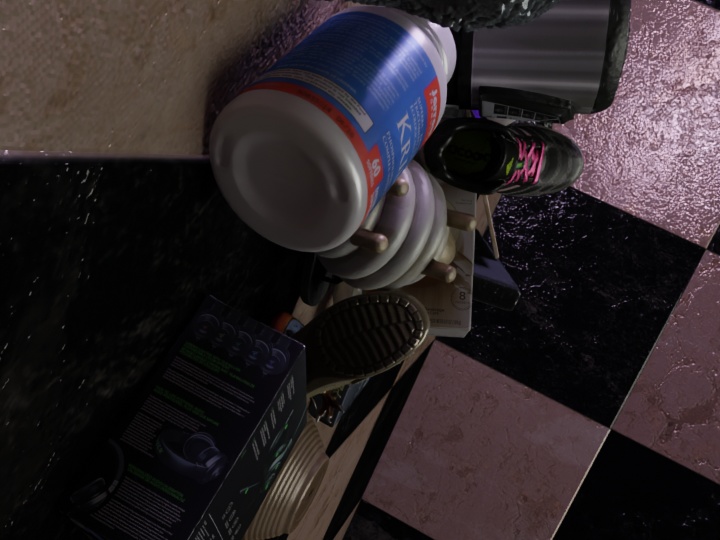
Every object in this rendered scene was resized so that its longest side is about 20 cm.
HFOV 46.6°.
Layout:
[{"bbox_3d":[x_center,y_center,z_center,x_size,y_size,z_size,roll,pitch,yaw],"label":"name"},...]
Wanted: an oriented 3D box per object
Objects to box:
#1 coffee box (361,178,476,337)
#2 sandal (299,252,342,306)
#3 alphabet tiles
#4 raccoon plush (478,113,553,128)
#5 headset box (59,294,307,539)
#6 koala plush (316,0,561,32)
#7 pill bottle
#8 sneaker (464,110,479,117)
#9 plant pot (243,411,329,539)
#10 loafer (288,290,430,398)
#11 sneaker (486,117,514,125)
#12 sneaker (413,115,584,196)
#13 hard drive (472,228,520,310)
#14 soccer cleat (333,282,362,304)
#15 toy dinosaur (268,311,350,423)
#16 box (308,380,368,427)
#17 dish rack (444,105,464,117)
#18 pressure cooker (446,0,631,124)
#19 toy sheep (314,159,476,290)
[{"bbox_3d":[0.061,-0.037,0.873,0.080,0.113,0.202,75,18,-79],"label":"coffee box"},{"bbox_3d":[-0.020,-0.036,0.850,0.075,0.048,0.202,-51,162,-51],"label":"sandal"},{"bbox_3d":[0.150,-0.119,1.043,0.201,0.006,0.167,-87,164,-55],"label":"alphabet tiles"},{"bbox_3d":[0.181,-0.222,1.137,0.096,0.135,0.200,-18,178,-9],"label":"raccoon plush"},{"bbox_3d":[-0.121,0.143,0.664,0.201,0.092,0.175,-59,168,-26],"label":"headset box"},{"bbox_3d":[0.068,-0.246,0.524,0.200,0.182,0.178,-68,179,-62],"label":"koala plush"},{"bbox_3d":[-0.006,-0.112,0.575,0.200,0.112,0.113,-54,165,-42],"label":"pill bottle"},{"bbox_3d":[0.156,-0.209,1.248,0.100,0.069,0.200,-61,162,-4],"label":"sneaker"},{"bbox_3d":[-0.100,0.250,1.014,0.202,0.092,0.201,-61,169,-21],"label":"plant pot"},{"bbox_3d":[-0.023,0.073,0.788,0.199,0.076,0.068,-24,176,19],"label":"loafer"},{"bbox_3d":[0.133,-0.264,0.980,0.073,0.116,0.201,-34,-145,17],"label":"sneaker"},{"bbox_3d":[0.133,-0.104,0.790,0.087,0.198,0.074,-130,-130,-65],"label":"sneaker"},{"bbox_3d":[0.109,-0.024,1.047,0.200,0.138,0.033,-107,-142,-66],"label":"hard drive"},{"bbox_3d":[0.000,0.000,1.016,0.069,0.077,0.202,0,107,-30],"label":"soccer cleat"},{"bbox_3d":[-0.068,0.095,0.925,0.105,0.200,0.182,-47,131,-12],"label":"toy dinosaur"},{"bbox_3d":[-0.002,0.119,1.280,0.158,0.051,0.201,-41,155,-61],"label":"box"},{"bbox_3d":[0.085,-0.155,1.032,0.200,0.043,0.173,-29,131,-72],"label":"dish rack"},{"bbox_3d":[0.139,-0.234,0.774,0.177,0.198,0.180,86,11,-48],"label":"pressure cooker"},{"bbox_3d":[0.014,-0.046,0.743,0.199,0.138,0.139,27,89,-40],"label":"toy sheep"}]
